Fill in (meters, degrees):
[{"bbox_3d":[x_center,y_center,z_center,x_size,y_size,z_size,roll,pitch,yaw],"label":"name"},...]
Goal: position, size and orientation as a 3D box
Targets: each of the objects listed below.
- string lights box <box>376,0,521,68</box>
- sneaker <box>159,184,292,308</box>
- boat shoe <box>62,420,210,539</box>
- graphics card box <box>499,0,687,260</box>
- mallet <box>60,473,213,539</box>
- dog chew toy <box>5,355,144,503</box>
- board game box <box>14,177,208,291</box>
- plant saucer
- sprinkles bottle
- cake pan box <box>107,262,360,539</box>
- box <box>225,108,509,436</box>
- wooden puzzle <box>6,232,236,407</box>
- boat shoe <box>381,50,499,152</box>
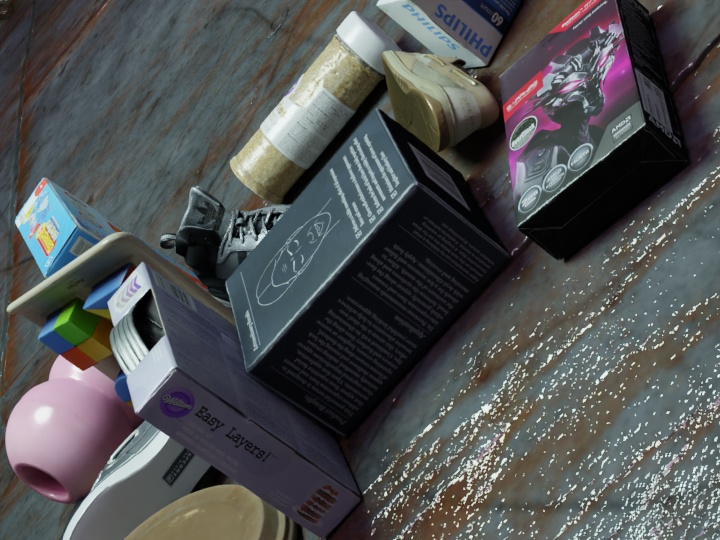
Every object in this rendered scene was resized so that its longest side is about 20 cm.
[{"bbox_3d":[0.109,-0.293,1.389,0.059,0.102,0.201,7,64,60],"label":"string lights box"},{"bbox_3d":[-0.104,-0.037,1.437,0.199,0.113,0.076,-30,36,41],"label":"sneaker"},{"bbox_3d":[-0.188,0.176,1.326,0.068,0.072,0.200,3,48,53],"label":"boat shoe"},{"bbox_3d":[0.167,-0.115,1.144,0.125,0.051,0.201,-39,31,29],"label":"graphics card box"},{"bbox_3d":[-0.201,0.213,1.403,0.199,0.041,0.066,-32,32,31],"label":"mallet"},{"bbox_3d":[-0.259,0.126,1.510,0.124,0.124,0.201,-19,36,50],"label":"dog chew toy"},{"bbox_3d":[-0.226,0.005,1.497,0.056,0.199,0.196,-55,25,2],"label":"board game box"},{"bbox_3d":[-0.140,0.236,1.201,0.199,0.030,0.201,-26,25,13],"label":"plant saucer"},{"bbox_3d":[-0.044,-0.160,1.532,0.200,0.068,0.068,-49,26,12],"label":"sprinkles bottle"},{"bbox_3d":[-0.101,0.094,1.181,0.052,0.200,0.184,-48,29,7],"label":"cake pan box"},{"bbox_3d":[0.000,0.000,1.225,0.200,0.107,0.149,-47,27,14],"label":"box"},{"bbox_3d":[-0.194,0.062,1.374,0.185,0.199,0.047,-29,36,42],"label":"wooden puzzle"},{"bbox_3d":[0.067,-0.155,1.353,0.064,0.073,0.200,-18,21,-8],"label":"boat shoe"}]
